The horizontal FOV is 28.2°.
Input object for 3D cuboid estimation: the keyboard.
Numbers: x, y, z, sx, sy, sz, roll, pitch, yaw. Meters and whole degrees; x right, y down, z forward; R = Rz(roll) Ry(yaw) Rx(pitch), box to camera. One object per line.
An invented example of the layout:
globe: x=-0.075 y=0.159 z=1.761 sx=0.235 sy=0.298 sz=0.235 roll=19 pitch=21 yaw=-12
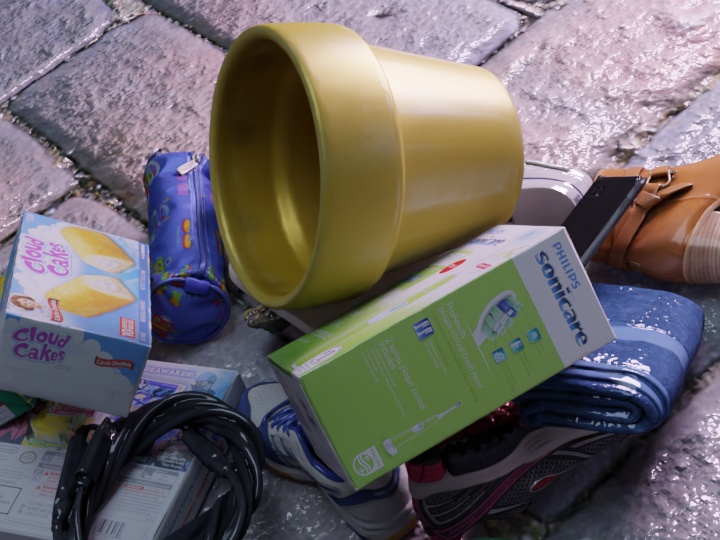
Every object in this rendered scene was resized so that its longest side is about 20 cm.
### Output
keyboard: x=0.145 y=0.005 z=1.142 sx=0.201 sy=0.021 sz=0.127 roll=-51 pitch=17 yaw=-9

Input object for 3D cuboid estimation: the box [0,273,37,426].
box: x=-0.321 y=0.064 z=1.263 sx=0.117 sy=0.048 sz=0.201 roll=-29 pitch=33 yaw=23

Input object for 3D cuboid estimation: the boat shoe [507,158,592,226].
boat shoe: x=0.106 y=-0.069 z=1.253 sx=0.198 sy=0.073 sz=0.066 roll=0 pitch=31 yaw=28

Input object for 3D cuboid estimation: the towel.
towel: x=0.184 y=0.060 z=1.039 sx=0.110 sy=0.049 sz=0.200 roll=3 pitch=18 yaw=21

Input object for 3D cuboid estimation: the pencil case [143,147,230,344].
pencil case: x=-0.159 y=-0.028 z=1.303 sx=0.077 sy=0.087 sz=0.201 roll=10 pitch=41 yaw=-17

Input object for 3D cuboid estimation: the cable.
cable: x=-0.151 y=0.177 z=1.060 sx=0.161 sy=0.051 sz=0.201 roll=-5 pitch=41 yaw=8

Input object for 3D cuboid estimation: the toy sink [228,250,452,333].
toy sink: x=0.000 y=0.000 z=1.169 sx=0.130 sy=0.113 sz=0.200 roll=31 pitch=58 yaw=18

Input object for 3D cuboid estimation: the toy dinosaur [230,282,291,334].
toy dinosaur: x=-0.063 y=-0.010 z=1.280 sx=0.087 sy=0.048 sz=0.201 roll=13 pitch=48 yaw=27

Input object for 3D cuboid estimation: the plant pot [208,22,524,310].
plant pot: x=0.010 y=-0.080 z=1.051 sx=0.187 sy=0.203 sz=0.201 roll=-6 pitch=35 yaw=-28

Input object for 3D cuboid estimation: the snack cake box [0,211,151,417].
snack cake box: x=-0.233 y=0.031 z=1.158 sx=0.114 sy=0.068 sz=0.200 roll=16 pitch=21 yaw=-16

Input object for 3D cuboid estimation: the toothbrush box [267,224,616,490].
toothbrush box: x=0.049 y=0.052 z=0.966 sx=0.198 sy=0.087 sz=0.146 roll=-28 pitch=7 yaw=-8

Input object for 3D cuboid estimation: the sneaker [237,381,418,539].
sneaker: x=-0.030 y=0.123 z=1.094 sx=0.075 sy=0.089 sz=0.199 roll=-42 pitch=45 yaw=-20

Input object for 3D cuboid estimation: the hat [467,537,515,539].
hat: x=0.065 y=0.291 z=0.937 sx=0.198 sy=0.177 sz=0.167 roll=16 pitch=41 yaw=-19

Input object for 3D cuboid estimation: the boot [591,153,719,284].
boot: x=0.274 y=-0.073 z=1.190 sx=0.153 sy=0.074 sz=0.201 roll=7 pitch=46 yaw=32

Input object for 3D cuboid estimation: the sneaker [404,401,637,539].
sneaker: x=0.122 y=0.132 z=1.040 sx=0.198 sy=0.076 sz=0.081 roll=-17 pitch=19 yaw=-18

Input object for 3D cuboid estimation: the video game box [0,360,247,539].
video game box: x=-0.212 y=0.153 z=1.167 sx=0.198 sy=0.047 sz=0.183 roll=5 pitch=51 yaw=25
